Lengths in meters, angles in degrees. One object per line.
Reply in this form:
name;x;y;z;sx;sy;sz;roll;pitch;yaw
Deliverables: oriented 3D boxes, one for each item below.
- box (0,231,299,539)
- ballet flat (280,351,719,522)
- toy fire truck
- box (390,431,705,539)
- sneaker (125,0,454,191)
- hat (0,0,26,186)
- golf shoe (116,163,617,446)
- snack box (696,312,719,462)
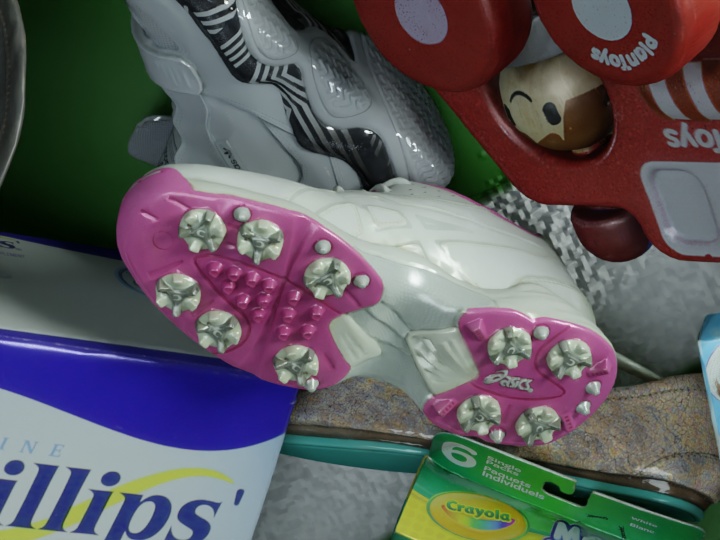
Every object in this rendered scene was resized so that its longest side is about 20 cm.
box;-0.147;0.094;1.089;0.183;0.105;0.201;8;112;-25
ballet flat;0.053;0.053;1.095;0.199;0.068;0.068;8;78;18
toy fire truck;0.100;-0.075;0.995;0.200;0.112;0.168;2;122;44
box;0.058;0.153;1.093;0.117;0.048;0.200;20;133;6
sneaker;-0.064;-0.069;1.049;0.115;0.075;0.200;-35;126;23
hat;-0.195;-0.063;0.998;0.200;0.081;0.202;-3;81;19
golf shoe;0.000;0.000;1.026;0.199;0.092;0.075;22;125;-21
snack box;0.232;0.060;1.011;0.199;0.037;0.117;-10;104;15
